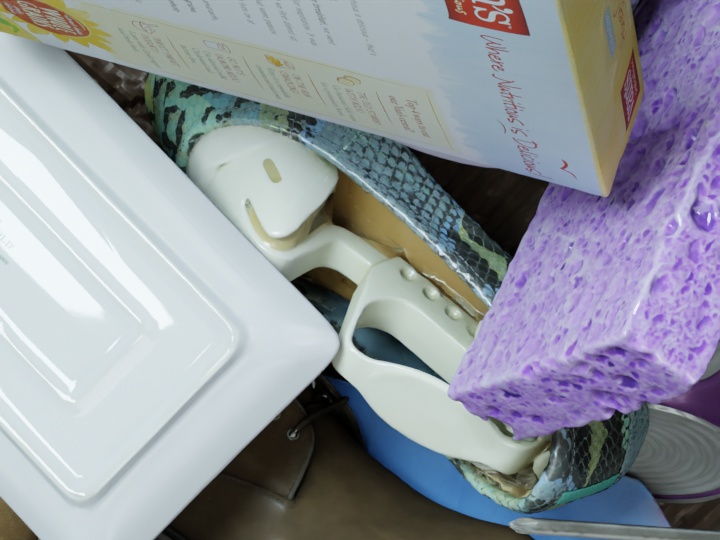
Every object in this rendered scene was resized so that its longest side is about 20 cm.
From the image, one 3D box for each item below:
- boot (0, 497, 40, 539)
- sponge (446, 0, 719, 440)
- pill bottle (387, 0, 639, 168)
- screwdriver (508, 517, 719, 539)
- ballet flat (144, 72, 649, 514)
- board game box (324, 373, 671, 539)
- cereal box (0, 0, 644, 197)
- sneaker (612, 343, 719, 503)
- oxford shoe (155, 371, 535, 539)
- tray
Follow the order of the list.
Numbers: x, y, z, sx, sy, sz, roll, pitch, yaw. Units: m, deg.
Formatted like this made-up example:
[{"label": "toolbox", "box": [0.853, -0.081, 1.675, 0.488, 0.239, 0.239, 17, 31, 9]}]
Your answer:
[{"label": "boot", "box": [-0.133, 0.070, 0.801, 0.074, 0.075, 0.200, 30, 110, 14]}, {"label": "sponge", "box": [0.096, -0.050, 0.721, 0.030, 0.112, 0.200, 31, 71, -13]}, {"label": "pill bottle", "box": [0.049, -0.140, 0.736, 0.116, 0.116, 0.200, 25, 111, -8]}, {"label": "screwdriver", "box": [0.124, 0.090, 0.823, 0.200, 0.028, 0.029, 2, 98, -36]}, {"label": "ballet flat", "box": [0.000, 0.000, 0.786, 0.200, 0.074, 0.074, 38, 111, 12]}, {"label": "board game box", "box": [0.026, 0.121, 0.872, 0.200, 0.039, 0.158, 17, 105, 18]}, {"label": "cereal box", "box": [-0.032, -0.084, 0.643, 0.200, 0.144, 0.040, 16, 73, 15]}, {"label": "sneaker", "box": [0.121, 0.006, 0.821, 0.075, 0.100, 0.200, 34, 133, -19]}, {"label": "oxford shoe", "box": [-0.027, 0.062, 0.822, 0.200, 0.073, 0.085, 18, 103, 18]}, {"label": "tray", "box": [-0.111, -0.012, 0.763, 0.107, 0.022, 0.200, -45, 82, 5]}]
